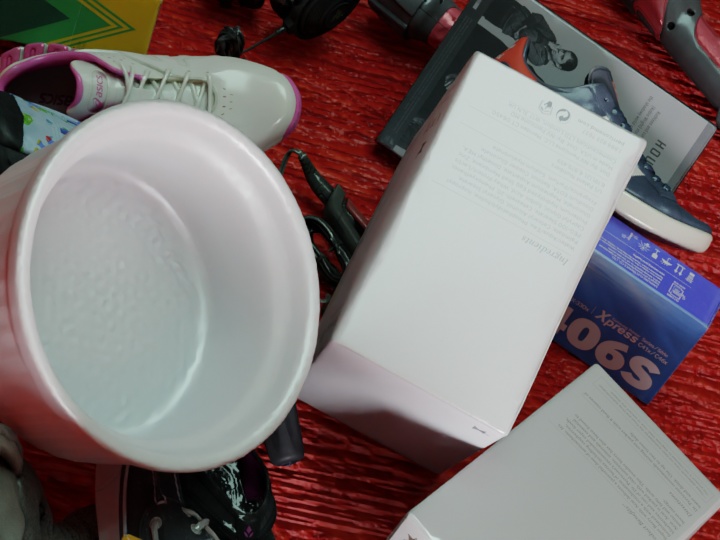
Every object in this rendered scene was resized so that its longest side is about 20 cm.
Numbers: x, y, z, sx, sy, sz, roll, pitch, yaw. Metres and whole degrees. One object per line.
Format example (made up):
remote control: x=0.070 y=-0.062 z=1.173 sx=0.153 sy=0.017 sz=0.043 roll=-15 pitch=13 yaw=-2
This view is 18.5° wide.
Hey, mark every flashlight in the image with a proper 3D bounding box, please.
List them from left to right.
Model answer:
flashlight: x=0.094 y=-0.156 z=1.653 sx=0.200 sy=0.068 sz=0.068 roll=40 pitch=49 yaw=7
flashlight: x=0.286 y=-0.181 z=1.784 sx=0.068 sy=0.068 sz=0.200 roll=-18 pitch=61 yaw=-41

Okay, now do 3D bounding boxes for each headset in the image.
headset: x=-0.060 y=-0.218 z=1.604 sx=0.123 sy=0.094 sz=0.201 roll=22 pitch=65 yaw=8

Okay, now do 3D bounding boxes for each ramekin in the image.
ramekin: x=-0.128 y=0.013 z=1.218 sx=0.199 sy=0.097 sz=0.203 roll=8 pitch=78 yaw=-40

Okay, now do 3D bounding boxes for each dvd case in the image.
dvd case: x=0.133 y=-0.098 z=1.590 sx=0.199 sy=0.151 sz=0.025 roll=35 pitch=3 yaw=3

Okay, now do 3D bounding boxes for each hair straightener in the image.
hair straightener: x=0.000 y=0.000 z=1.493 sx=0.077 sy=0.041 sz=0.201 roll=-24 pitch=72 yaw=-39

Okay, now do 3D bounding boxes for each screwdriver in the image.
screwdriver: x=-0.067 y=0.027 z=1.408 sx=0.029 sy=0.028 sz=0.202 roll=21 pitch=53 yaw=-63

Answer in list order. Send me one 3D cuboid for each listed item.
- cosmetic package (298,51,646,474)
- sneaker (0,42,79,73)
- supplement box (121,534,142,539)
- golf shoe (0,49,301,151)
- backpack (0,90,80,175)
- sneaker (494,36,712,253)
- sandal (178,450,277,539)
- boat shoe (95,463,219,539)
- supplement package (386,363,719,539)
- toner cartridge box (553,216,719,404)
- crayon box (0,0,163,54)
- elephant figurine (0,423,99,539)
cosmetic package: x=0.059 y=0.002 z=1.364 sx=0.122 sy=0.199 sz=0.201 roll=26 pitch=75 yaw=-3
sneaker: x=-0.155 y=-0.096 z=1.479 sx=0.198 sy=0.082 sz=0.088 roll=17 pitch=1 yaw=7
supplement box: x=-0.079 y=0.274 z=1.104 sx=0.196 sy=0.201 sz=0.133 roll=26 pitch=45 yaw=-5
golf shoe: x=-0.138 y=-0.103 z=1.387 sx=0.198 sy=0.092 sz=0.076 roll=0 pitch=87 yaw=5
backpack: x=-0.175 y=-0.018 z=1.342 sx=0.199 sy=0.164 sz=0.154 roll=22 pitch=23 yaw=-20
sneaker: x=0.172 y=-0.091 z=1.539 sx=0.199 sy=0.075 sz=0.085 roll=33 pitch=87 yaw=0
sandal: x=-0.088 y=0.123 z=1.338 sx=0.075 sy=0.048 sz=0.202 roll=3 pitch=51 yaw=-25
boat shoe: x=-0.109 y=0.165 z=1.253 sx=0.067 sy=0.072 sz=0.201 roll=-13 pitch=55 yaw=15
supplement package: x=0.103 y=0.173 z=1.344 sx=0.121 sy=0.120 sz=0.200 roll=47 pitch=47 yaw=12
toner cartridge box: x=0.145 y=0.000 z=1.534 sx=0.199 sy=0.095 sz=0.043 roll=34 pitch=45 yaw=4
crayon box: x=-0.239 y=-0.230 z=1.527 sx=0.171 sy=0.059 sz=0.201 roll=9 pitch=35 yaw=-23
elephant figurine: x=-0.225 y=0.141 z=1.198 sx=0.140 sy=0.156 sz=0.201 roll=20 pitch=45 yaw=9
